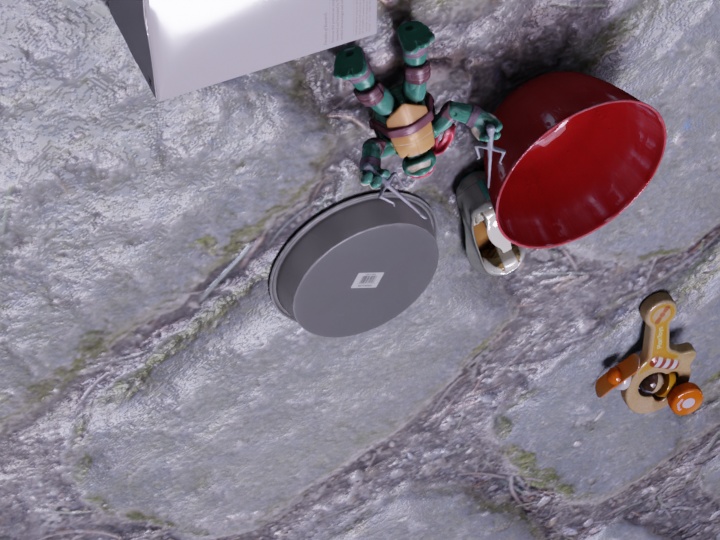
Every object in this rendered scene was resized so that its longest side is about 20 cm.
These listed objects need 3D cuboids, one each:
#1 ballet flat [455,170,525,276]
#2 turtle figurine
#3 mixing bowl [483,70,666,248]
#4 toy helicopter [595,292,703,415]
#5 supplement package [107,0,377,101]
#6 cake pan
[{"bbox_3d":[0.149,-0.033,1.861,0.067,0.064,0.200,-29,145,-2],"label":"ballet flat"},{"bbox_3d":[0.048,-0.138,1.632,0.150,0.101,0.200,-35,132,-12],"label":"turtle figurine"},{"bbox_3d":[0.202,-0.130,1.741,0.199,0.109,0.200,-21,144,-16],"label":"mixing bowl"},{"bbox_3d":[0.376,0.110,2.210,0.132,0.079,0.201,-13,131,-9],"label":"toy helicopter"},{"bbox_3d":[-0.099,-0.244,1.378,0.199,0.121,0.120,-20,144,-15],"label":"supplement package"},{"bbox_3d":[0.000,0.000,1.818,0.200,0.037,0.201,-19,143,-15],"label":"cake pan"}]
